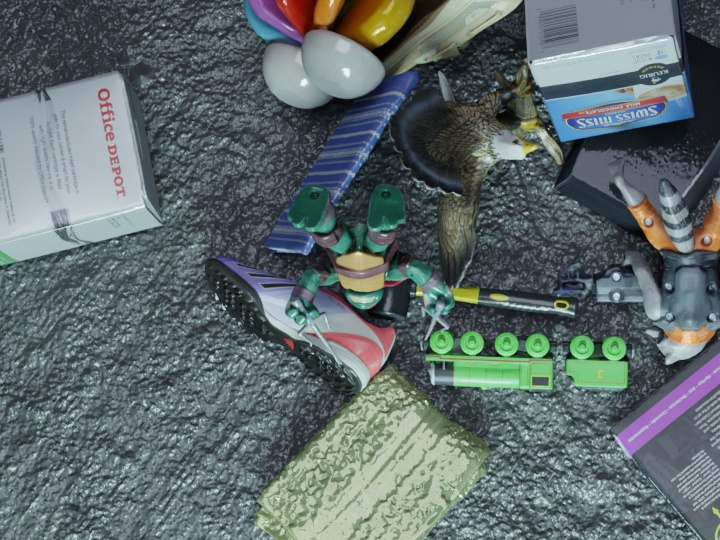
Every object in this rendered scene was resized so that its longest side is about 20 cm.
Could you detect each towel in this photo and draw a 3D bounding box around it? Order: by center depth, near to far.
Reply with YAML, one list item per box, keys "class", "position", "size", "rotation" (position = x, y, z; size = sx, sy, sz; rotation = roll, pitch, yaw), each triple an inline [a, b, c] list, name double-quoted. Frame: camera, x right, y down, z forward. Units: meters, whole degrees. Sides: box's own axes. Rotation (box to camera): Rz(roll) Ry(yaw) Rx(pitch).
- class: "towel"
  position: [0.010, 0.200, 1.399]
  size: [0.148, 0.036, 0.200]
  rotation: [40, 85, 14]
- class: "towel"
  position: [-0.017, -0.099, 1.422]
  size: [0.024, 0.145, 0.200]
  rotation: [34, 82, -15]

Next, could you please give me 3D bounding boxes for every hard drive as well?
- class: "hard drive"
  position: [0.288, -0.136, 1.442]
  size: [0.135, 0.042, 0.200]
  rotation: [31, 82, 12]

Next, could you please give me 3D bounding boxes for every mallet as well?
- class: "mallet"
  position: [0.102, 0.033, 1.420]
  size: [0.200, 0.041, 0.066]
  rotation: [14, 81, 12]

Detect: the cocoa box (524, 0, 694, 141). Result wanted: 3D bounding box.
- class: "cocoa box"
  position: [0.228, -0.243, 1.394]
  size: [0.133, 0.131, 0.200]
  rotation: [-9, 59, 16]

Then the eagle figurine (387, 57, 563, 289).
- class: "eagle figurine"
  position: [0.098, -0.105, 1.380]
  size: [0.152, 0.151, 0.200]
  rotation: [44, 66, -1]

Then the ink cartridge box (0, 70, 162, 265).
- class: "ink cartridge box"
  position: [-0.307, -0.095, 1.475]
  size: [0.200, 0.084, 0.146]
  rotation: [-13, 76, 3]

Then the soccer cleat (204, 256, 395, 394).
- class: "soccer cleat"
  position: [-0.060, 0.039, 1.433]
  size: [0.200, 0.068, 0.073]
  rotation: [33, 60, 19]

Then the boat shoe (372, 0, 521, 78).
- class: "boat shoe"
  position: [0.076, -0.228, 1.433]
  size: [0.065, 0.200, 0.072]
  rotation: [31, 51, -21]

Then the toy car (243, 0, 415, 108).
- class: "toy car"
  position: [-0.039, -0.259, 1.423]
  size: [0.150, 0.200, 0.175]
  rotation: [31, 75, -25]

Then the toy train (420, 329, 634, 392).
- class: "toy train"
  position: [0.156, 0.086, 1.409]
  size: [0.200, 0.042, 0.056]
  rotation: [1, 88, 6]

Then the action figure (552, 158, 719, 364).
- class: "action figure"
  position: [0.269, -0.004, 1.369]
  size: [0.200, 0.105, 0.194]
  rotation: [-8, 109, 13]

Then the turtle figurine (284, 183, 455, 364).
- class: "turtle figurine"
  position: [0.000, 0.000, 1.339]
  size: [0.150, 0.200, 0.101]
  rotation: [-15, 55, -2]

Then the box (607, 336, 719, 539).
- class: "box"
  position: [0.344, 0.178, 1.368]
  size: [0.143, 0.036, 0.200]
  rotation: [-38, 75, -4]
